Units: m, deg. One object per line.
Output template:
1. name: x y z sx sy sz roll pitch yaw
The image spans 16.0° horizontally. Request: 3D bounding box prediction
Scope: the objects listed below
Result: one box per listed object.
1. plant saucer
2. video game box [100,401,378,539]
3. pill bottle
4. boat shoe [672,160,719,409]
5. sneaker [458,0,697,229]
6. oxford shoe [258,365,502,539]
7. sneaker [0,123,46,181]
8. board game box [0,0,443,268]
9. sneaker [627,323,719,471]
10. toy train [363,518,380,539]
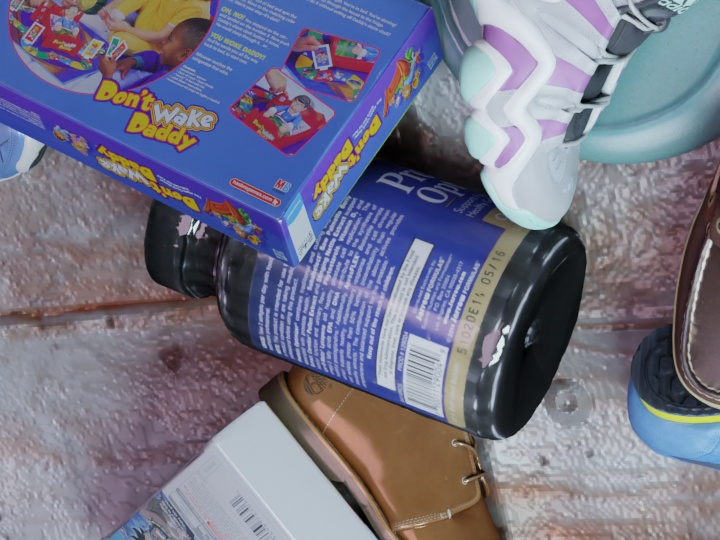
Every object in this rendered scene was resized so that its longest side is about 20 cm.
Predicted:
1. plant saucer: 0.109 -0.143 1.196 0.200 0.027 0.200 9 112 24
2. video game box: -0.034 0.183 1.340 0.200 0.047 0.182 51 145 2
3. pill bottle: 0.000 0.000 1.254 0.200 0.112 0.112 21 117 19
4. boat shoe: 0.184 -0.032 1.140 0.072 0.072 0.200 25 100 19
5. sneaker: 0.119 -0.111 1.141 0.140 0.078 0.200 5 111 26
6. oxford shoe: 0.040 0.112 1.305 0.071 0.071 0.200 -43 91 9
7. sneaker: -0.261 -0.077 1.381 0.200 0.077 0.076 5 109 24
8. board game box: -0.080 -0.103 1.236 0.200 0.135 0.045 26 158 23
9. sneaker: 0.225 0.070 1.204 0.200 0.066 0.078 5 146 15
10. toy train: 0.066 0.202 1.341 0.200 0.034 0.046 35 132 12
